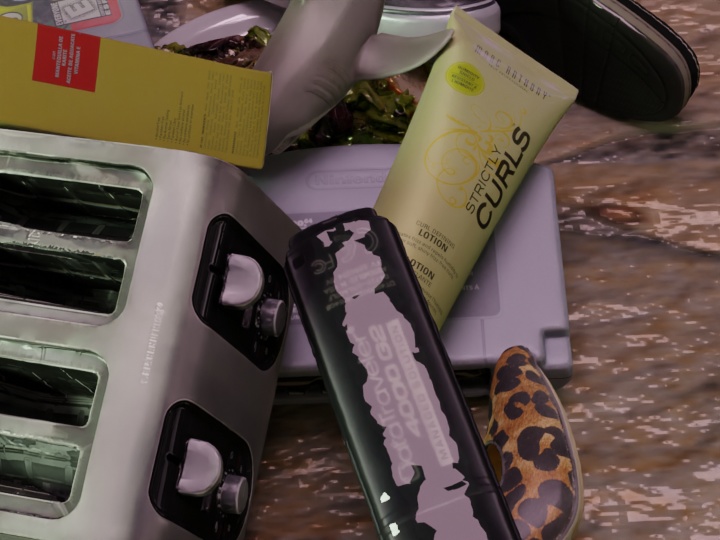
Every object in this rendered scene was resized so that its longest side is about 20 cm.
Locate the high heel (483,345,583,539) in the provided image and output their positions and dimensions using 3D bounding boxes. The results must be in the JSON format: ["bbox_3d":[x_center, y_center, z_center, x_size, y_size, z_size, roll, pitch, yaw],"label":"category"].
[{"bbox_3d":[0.023,0.115,0.861,0.141,0.072,0.201,2,56,-3],"label":"high heel"}]

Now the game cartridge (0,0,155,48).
[{"bbox_3d":[-0.184,-0.135,1.043,0.132,0.041,0.201,-16,47,-8],"label":"game cartridge"}]

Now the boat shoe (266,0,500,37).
[{"bbox_3d":[-0.004,-0.180,1.132,0.199,0.068,0.071,25,32,37],"label":"boat shoe"}]

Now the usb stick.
[{"bbox_3d":[0.019,0.065,0.835,0.055,0.033,0.201,-20,63,-2],"label":"usb stick"}]

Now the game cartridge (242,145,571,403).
[{"bbox_3d":[0.000,0.000,0.983,0.198,0.041,0.134,-2,59,1],"label":"game cartridge"}]

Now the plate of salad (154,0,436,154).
[{"bbox_3d":[-0.040,-0.097,1.098,0.198,0.048,0.201,-2,46,2],"label":"plate of salad"}]

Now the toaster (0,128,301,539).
[{"bbox_3d":[-0.137,0.038,0.879,0.198,0.119,0.182,8,73,15],"label":"toaster"}]

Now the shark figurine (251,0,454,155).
[{"bbox_3d":[-0.024,-0.159,1.016,0.127,0.090,0.216,-20,42,23],"label":"shark figurine"}]

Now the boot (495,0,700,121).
[{"bbox_3d":[0.145,-0.177,1.151,0.203,0.074,0.153,35,54,30],"label":"boot"}]

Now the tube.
[{"bbox_3d":[0.039,-0.037,0.946,0.052,0.058,0.201,5,51,32],"label":"tube"}]

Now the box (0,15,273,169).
[{"bbox_3d":[-0.142,-0.083,0.908,0.199,0.051,0.075,10,-4,-33],"label":"box"}]
